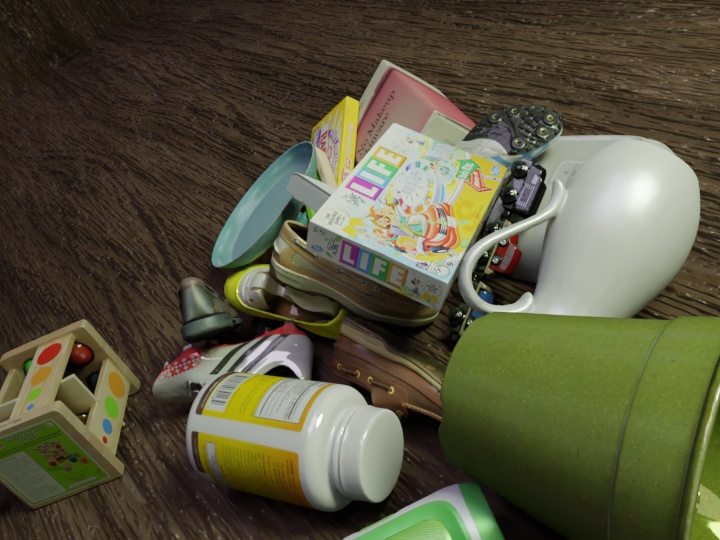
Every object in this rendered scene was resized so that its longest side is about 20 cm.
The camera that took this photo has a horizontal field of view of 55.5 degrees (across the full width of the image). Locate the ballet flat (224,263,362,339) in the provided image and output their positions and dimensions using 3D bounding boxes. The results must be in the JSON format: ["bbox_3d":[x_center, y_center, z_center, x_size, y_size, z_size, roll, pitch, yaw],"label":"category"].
[{"bbox_3d":[-0.088,0.028,0.801,0.196,0.067,0.068,16,78,23],"label":"ballet flat"}]

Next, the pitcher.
[{"bbox_3d":[0.191,-0.020,0.598,0.203,0.169,0.121,-58,11,-4],"label":"pitcher"}]

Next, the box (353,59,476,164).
[{"bbox_3d":[0.069,-0.168,0.894,0.130,0.107,0.201,-58,31,21],"label":"box"}]

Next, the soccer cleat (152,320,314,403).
[{"bbox_3d":[-0.144,0.122,0.769,0.195,0.069,0.087,-17,48,4],"label":"soccer cleat"}]

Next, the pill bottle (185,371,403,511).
[{"bbox_3d":[-0.062,0.159,0.642,0.196,0.111,0.110,1,45,33],"label":"pill bottle"}]

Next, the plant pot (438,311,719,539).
[{"bbox_3d":[0.160,0.107,0.480,0.187,0.203,0.201,13,52,39],"label":"plant pot"}]

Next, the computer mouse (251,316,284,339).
[{"bbox_3d":[-0.139,0.077,0.847,0.199,0.034,0.058,-42,40,-16],"label":"computer mouse"}]

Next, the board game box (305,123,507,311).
[{"bbox_3d":[0.051,-0.061,0.652,0.132,0.035,0.201,23,43,11],"label":"board game box"}]

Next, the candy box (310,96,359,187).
[{"bbox_3d":[-0.044,-0.126,0.933,0.101,0.026,0.205,-26,52,50],"label":"candy box"}]

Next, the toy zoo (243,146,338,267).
[{"bbox_3d":[-0.100,-0.053,0.912,0.201,0.020,0.132,-50,33,21],"label":"toy zoo"}]

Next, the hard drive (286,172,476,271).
[{"bbox_3d":[0.027,-0.052,0.773,0.131,0.197,0.027,37,106,49],"label":"hard drive"}]

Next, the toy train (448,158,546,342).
[{"bbox_3d":[0.145,-0.017,0.709,0.045,0.034,0.204,23,90,29],"label":"toy train"}]

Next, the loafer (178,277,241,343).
[{"bbox_3d":[-0.180,0.046,0.804,0.070,0.065,0.200,-18,-3,-12],"label":"loafer"}]

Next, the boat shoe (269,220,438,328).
[{"bbox_3d":[0.000,0.000,0.738,0.195,0.077,0.072,17,33,-6],"label":"boat shoe"}]

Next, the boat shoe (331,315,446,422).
[{"bbox_3d":[0.047,0.115,0.669,0.198,0.071,0.069,28,96,39],"label":"boat shoe"}]

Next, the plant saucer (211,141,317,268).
[{"bbox_3d":[-0.120,-0.080,0.884,0.199,0.027,0.202,-40,27,25],"label":"plant saucer"}]

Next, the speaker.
[{"bbox_3d":[0.018,0.239,0.519,0.196,0.089,0.089,-27,37,2],"label":"speaker"}]

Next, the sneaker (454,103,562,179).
[{"bbox_3d":[0.139,-0.119,0.780,0.197,0.072,0.073,-31,58,13],"label":"sneaker"}]

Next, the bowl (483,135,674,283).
[{"bbox_3d":[0.240,-0.078,0.755,0.196,0.075,0.202,9,52,40],"label":"bowl"}]

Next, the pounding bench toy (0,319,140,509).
[{"bbox_3d":[-0.387,0.175,0.815,0.196,0.126,0.158,-22,37,9],"label":"pounding bench toy"}]
